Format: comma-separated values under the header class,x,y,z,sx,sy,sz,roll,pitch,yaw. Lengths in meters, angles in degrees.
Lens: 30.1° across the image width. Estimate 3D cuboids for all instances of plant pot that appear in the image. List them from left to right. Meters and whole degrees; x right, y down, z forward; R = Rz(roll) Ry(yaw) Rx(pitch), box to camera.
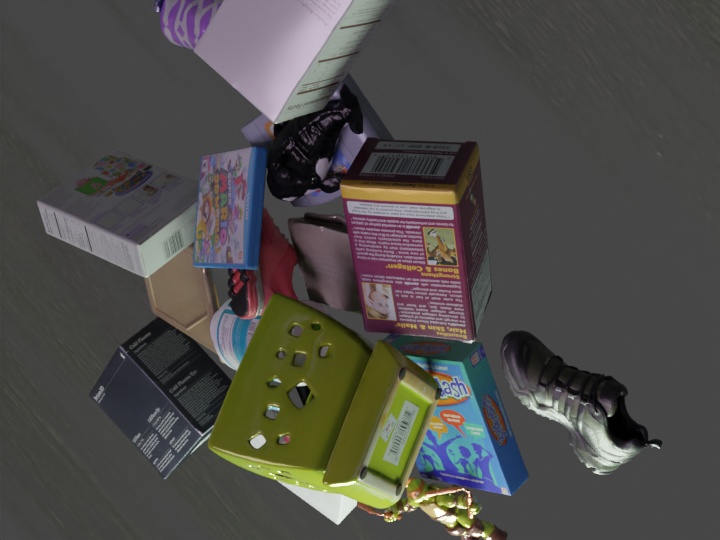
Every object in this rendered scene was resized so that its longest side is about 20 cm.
class,x,y,z,sx,sy,sz,roll,pitch,yaw
plant pot,-0.028,0.163,1.551,0.181,0.200,0.199,17,169,28

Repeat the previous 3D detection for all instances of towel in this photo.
class,x,y,z,sx,sy,sz,roll,pitch,yaw
towel,0.000,0.000,1.630,0.200,0.034,0.133,16,134,38

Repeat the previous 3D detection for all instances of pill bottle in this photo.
class,x,y,z,sx,sy,sz,roll,pitch,yaw
pill bottle,-0.122,0.085,1.752,0.200,0.111,0.111,8,128,57

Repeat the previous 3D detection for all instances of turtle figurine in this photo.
class,x,y,z,sx,sy,sz,roll,pitch,yaw
turtle figurine,0.104,0.312,1.738,0.200,0.064,0.161,-20,129,44

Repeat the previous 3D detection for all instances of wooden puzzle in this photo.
class,x,y,z,sx,sy,sz,roll,pitch,yaw
wooden puzzle,-0.253,0.017,1.895,0.200,0.037,0.185,33,141,40

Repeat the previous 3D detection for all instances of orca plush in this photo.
class,x,y,z,sx,sy,sz,roll,pitch,yaw
orca plush,-0.063,-0.124,1.498,0.200,0.071,0.105,-21,106,52

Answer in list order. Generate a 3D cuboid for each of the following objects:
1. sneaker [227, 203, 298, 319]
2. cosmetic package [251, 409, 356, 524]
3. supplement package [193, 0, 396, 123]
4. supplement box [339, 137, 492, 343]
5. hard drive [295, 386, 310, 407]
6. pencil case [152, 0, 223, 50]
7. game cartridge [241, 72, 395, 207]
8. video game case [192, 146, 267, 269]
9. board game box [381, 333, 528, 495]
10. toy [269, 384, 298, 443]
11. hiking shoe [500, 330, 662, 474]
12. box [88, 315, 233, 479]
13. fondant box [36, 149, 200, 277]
class,x,y,z,sx,sy,sz,roll,pitch,yaw
sneaker,-0.123,-0.028,1.669,0.074,0.087,0.200,-45,47,53
cosmetic package,-0.092,0.278,1.953,0.200,0.051,0.083,33,142,22
supplement package,-0.051,-0.263,1.326,0.117,0.117,0.200,42,117,9
supplement box,0.065,-0.033,1.449,0.131,0.103,0.200,5,127,18
hard drive,-0.024,0.171,1.767,0.200,0.042,0.135,18,135,53
pencil case,-0.133,-0.274,1.496,0.200,0.084,0.086,22,95,31
game cartridge,-0.049,-0.148,1.552,0.200,0.042,0.133,-26,97,53
video game case,-0.162,-0.074,1.636,0.200,0.018,0.143,2,87,65
board game box,0.111,0.177,1.659,0.152,0.045,0.200,3,122,45
toy,-0.077,0.221,1.799,0.200,0.047,0.115,47,168,-24
hiking shoe,0.243,0.131,1.472,0.200,0.076,0.101,45,136,-8
box,-0.298,0.192,2.047,0.182,0.104,0.200,47,143,3
fondant box,-0.310,-0.080,1.789,0.200,0.144,0.058,23,137,32
